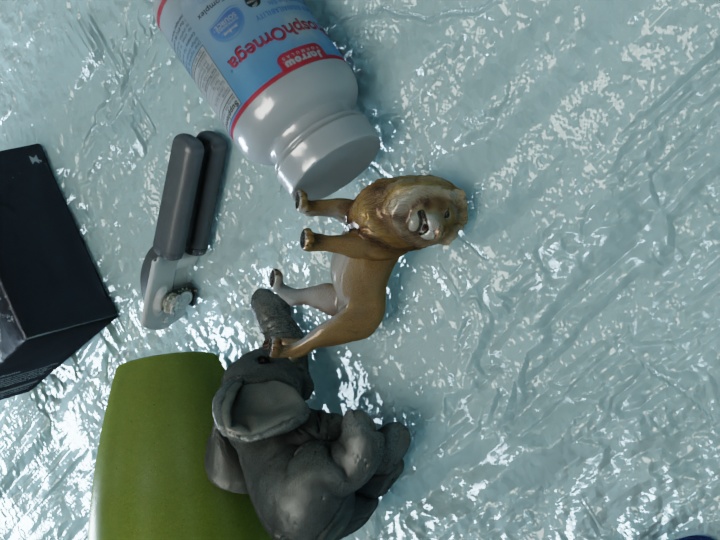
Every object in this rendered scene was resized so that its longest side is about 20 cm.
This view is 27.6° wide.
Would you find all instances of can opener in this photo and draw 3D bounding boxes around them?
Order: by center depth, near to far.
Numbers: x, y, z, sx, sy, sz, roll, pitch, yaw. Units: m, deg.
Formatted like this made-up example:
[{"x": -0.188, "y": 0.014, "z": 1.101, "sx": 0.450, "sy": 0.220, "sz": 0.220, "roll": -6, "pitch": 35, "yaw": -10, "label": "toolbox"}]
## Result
[{"x": -0.168, "y": -0.035, "z": 1.312, "sx": 0.066, "sy": 0.053, "sz": 0.201, "roll": 37, "pitch": 124, "yaw": 31, "label": "can opener"}]

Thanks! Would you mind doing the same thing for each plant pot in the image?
[{"x": -0.159, "y": 0.179, "z": 1.296, "sx": 0.187, "sy": 0.187, "sz": 0.201, "roll": -21, "pitch": 72, "yaw": 44, "label": "plant pot"}]

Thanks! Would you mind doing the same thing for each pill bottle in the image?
[{"x": -0.071, "y": -0.156, "z": 1.149, "sx": 0.200, "sy": 0.108, "sz": 0.109, "roll": 55, "pitch": 132, "yaw": 17, "label": "pill bottle"}]

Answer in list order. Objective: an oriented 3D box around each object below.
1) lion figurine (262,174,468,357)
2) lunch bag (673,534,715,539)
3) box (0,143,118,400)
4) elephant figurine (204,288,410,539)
[{"x": 0.000, "y": 0.000, "z": 1.137, "sx": 0.200, "sy": 0.122, "sz": 0.073, "roll": 115, "pitch": 152, "yaw": -45, "label": "lion figurine"}, {"x": 0.197, "y": 0.282, "z": 0.998, "sx": 0.136, "sy": 0.132, "sz": 0.201, "roll": -35, "pitch": 77, "yaw": 43, "label": "lunch bag"}, {"x": -0.372, "y": 0.011, "z": 1.474, "sx": 0.200, "sy": 0.117, "sz": 0.197, "roll": -36, "pitch": 76, "yaw": 42, "label": "box"}, {"x": -0.071, "y": 0.128, "z": 1.196, "sx": 0.200, "sy": 0.155, "sz": 0.142, "roll": 37, "pitch": 109, "yaw": 19, "label": "elephant figurine"}]
